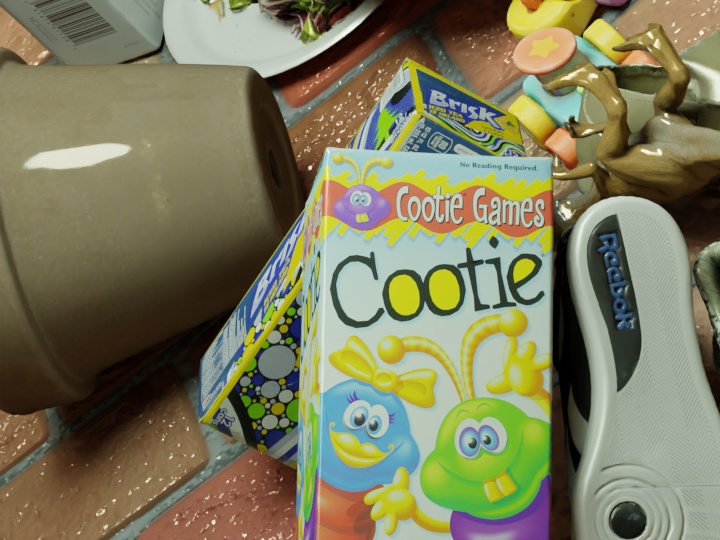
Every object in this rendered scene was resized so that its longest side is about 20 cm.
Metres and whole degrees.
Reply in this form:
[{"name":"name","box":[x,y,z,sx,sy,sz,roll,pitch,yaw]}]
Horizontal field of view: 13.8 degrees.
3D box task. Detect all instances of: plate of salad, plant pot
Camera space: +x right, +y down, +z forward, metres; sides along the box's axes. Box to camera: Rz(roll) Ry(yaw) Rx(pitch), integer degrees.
[{"name":"plate of salad","box":[-0.041,-0.196,1.742,0.200,0.048,0.200,-24,43,24]},{"name":"plant pot","box":[-0.126,-0.037,1.587,0.174,0.200,0.200,-14,46,10]}]

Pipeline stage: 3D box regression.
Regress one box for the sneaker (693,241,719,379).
[{"name":"sneaker","box":[0.200,0.050,1.280,0.077,0.089,0.200,-47,39,-2]}]

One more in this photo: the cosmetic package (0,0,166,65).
[{"name":"cosmetic package","box":[-0.160,-0.231,1.836,0.071,0.101,0.200,-16,47,33]}]

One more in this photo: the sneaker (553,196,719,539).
[{"name":"sneaker","box":[0.125,0.073,1.353,0.073,0.112,0.200,-1,82,-3]}]

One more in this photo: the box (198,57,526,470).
[{"name":"box","box":[0.000,0.000,1.456,0.200,0.070,0.064,-55,20,23]}]

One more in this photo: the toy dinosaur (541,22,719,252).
[{"name":"toy dinosaur","box":[0.144,-0.057,1.375,0.060,0.106,0.200,-32,9,-31]}]

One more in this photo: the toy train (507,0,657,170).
[{"name":"toy train","box":[0.135,-0.147,1.538,0.150,0.056,0.200,-19,45,29]}]

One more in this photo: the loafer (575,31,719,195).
[{"name":"loafer","box":[0.180,-0.080,1.410,0.200,0.068,0.076,-12,12,35]}]

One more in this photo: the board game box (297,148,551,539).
[{"name":"board game box","box":[0.027,0.057,1.326,0.105,0.103,0.200,2,77,-5]}]
